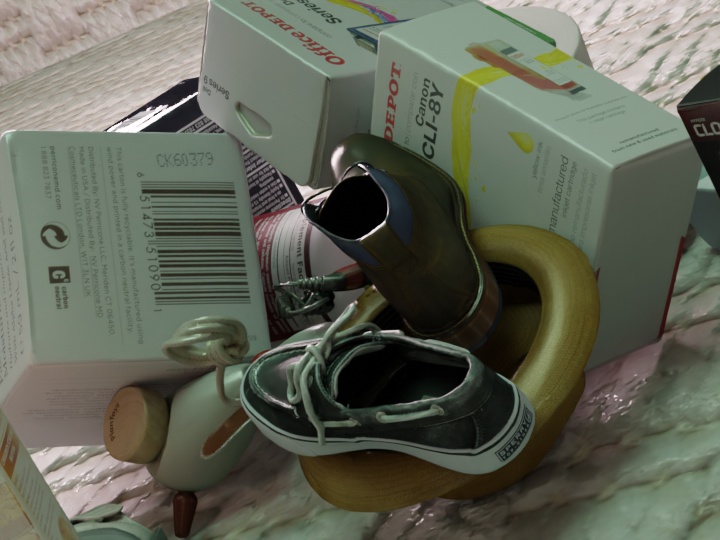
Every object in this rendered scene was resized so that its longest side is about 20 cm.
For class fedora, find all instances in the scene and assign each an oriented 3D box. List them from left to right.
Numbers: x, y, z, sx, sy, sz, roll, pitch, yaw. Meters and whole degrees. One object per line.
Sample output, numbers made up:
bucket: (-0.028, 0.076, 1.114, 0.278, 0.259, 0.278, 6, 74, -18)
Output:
fedora: (0.059, 0.068, 1.029, 0.200, 0.082, 0.201, -25, 41, 24)

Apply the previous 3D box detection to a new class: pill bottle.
pill bottle: (-0.026, 0.004, 1.341, 0.199, 0.113, 0.113, -13, 22, 38)

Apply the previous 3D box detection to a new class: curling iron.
curling iron: (0.000, 0.000, 1.144, 0.049, 0.026, 0.200, -10, 6, 24)

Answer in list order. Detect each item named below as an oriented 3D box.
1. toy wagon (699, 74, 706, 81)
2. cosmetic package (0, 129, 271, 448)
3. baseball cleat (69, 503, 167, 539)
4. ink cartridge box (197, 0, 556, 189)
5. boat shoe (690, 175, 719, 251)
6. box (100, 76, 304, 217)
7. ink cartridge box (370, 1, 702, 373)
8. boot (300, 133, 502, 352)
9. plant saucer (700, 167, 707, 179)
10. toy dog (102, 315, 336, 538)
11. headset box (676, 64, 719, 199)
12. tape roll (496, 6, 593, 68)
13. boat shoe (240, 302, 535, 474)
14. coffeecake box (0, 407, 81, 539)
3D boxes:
toy wagon: (0.329, -0.136, 1.310, 0.155, 0.040, 0.200, -33, 18, -28)
cosmetic package: (-0.177, 0.017, 1.255, 0.164, 0.166, 0.200, -1, -21, -24)
baseball cleat: (-0.213, 0.200, 1.164, 0.199, 0.070, 0.106, -10, 16, 23)
ink cartridge box: (0.010, -0.132, 1.243, 0.199, 0.088, 0.145, -14, 35, -35)
boat shoe: (0.272, -0.043, 1.103, 0.066, 0.070, 0.200, -34, 10, -16)
box: (-0.152, -0.023, 1.468, 0.200, 0.199, 0.123, -34, 16, -21)
ink cartridge box: (0.096, -0.052, 1.098, 0.083, 0.146, 0.200, -21, 41, -35)
boot: (0.010, -0.042, 1.026, 0.075, 0.097, 0.200, -40, 39, 6)
plant saucer: (0.192, -0.066, 1.333, 0.200, 0.039, 0.201, -25, 17, 8)
toy dog: (-0.079, 0.105, 1.149, 0.131, 0.097, 0.200, 1, -22, -25)
headset box: (0.255, -0.038, 0.870, 0.077, 0.200, 0.149, -40, 20, -34)
tape roll: (0.085, -0.123, 1.410, 0.202, 0.071, 0.203, -20, 30, 12)
boat shoe: (-0.002, 0.060, 0.964, 0.199, 0.068, 0.074, 12, 63, 48)
coffeecake box: (-0.237, 0.175, 1.016, 0.153, 0.201, 0.073, -27, 17, 2)
